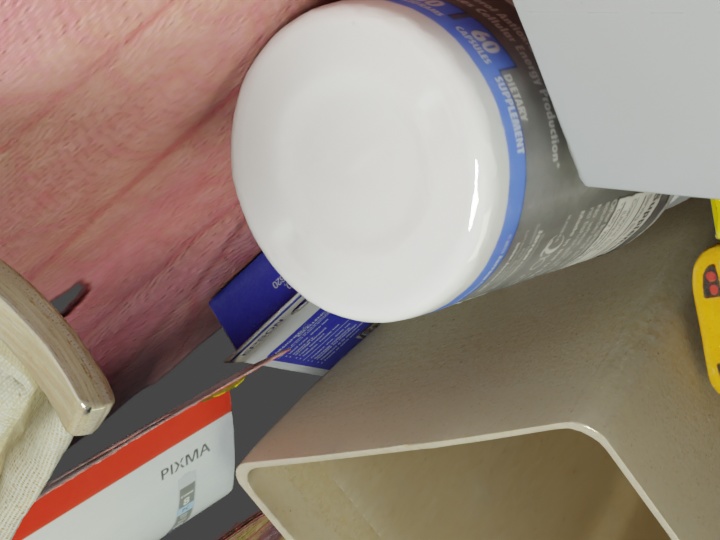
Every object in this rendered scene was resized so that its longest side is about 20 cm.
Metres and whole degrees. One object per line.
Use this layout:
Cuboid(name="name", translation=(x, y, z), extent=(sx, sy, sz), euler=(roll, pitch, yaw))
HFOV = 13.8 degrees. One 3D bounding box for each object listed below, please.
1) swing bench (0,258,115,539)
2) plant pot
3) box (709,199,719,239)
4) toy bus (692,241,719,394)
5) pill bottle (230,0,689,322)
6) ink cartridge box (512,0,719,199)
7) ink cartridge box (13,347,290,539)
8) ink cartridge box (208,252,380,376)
Cuboid(name="swing bench", translation=(-0.207, 0.085, 0.871), extent=(0.200, 0.130, 0.199), euler=(-31, 163, -45))
Cuboid(name="plant pot", translation=(0.108, 0.079, 1.232), extent=(0.199, 0.200, 0.177), euler=(-11, -144, 45))
Cuboid(name="box", translation=(0.197, -0.062, 1.167), extent=(0.070, 0.065, 0.200), euler=(-8, -175, 28))
Cuboid(name="toy bus", translation=(0.190, 0.007, 1.153), extent=(0.078, 0.066, 0.200), euler=(-7, -173, 33))
Cuboid(name="pill bottle", translation=(0.053, -0.053, 1.097), extent=(0.200, 0.114, 0.114), euler=(-18, 154, -54))
Cuboid(name="ink cartridge box", translation=(0.161, -0.128, 0.987), extent=(0.199, 0.145, 0.145), euler=(-30, -160, -27))
Cuboid(name="ink cartridge box", translation=(-0.113, 0.105, 1.189), extent=(0.160, 0.047, 0.200), euler=(-30, 179, -27))
Cuboid(name="ink cartridge box", translation=(0.000, 0.000, 1.264), extent=(0.099, 0.039, 0.200), euler=(-42, 166, 9))
